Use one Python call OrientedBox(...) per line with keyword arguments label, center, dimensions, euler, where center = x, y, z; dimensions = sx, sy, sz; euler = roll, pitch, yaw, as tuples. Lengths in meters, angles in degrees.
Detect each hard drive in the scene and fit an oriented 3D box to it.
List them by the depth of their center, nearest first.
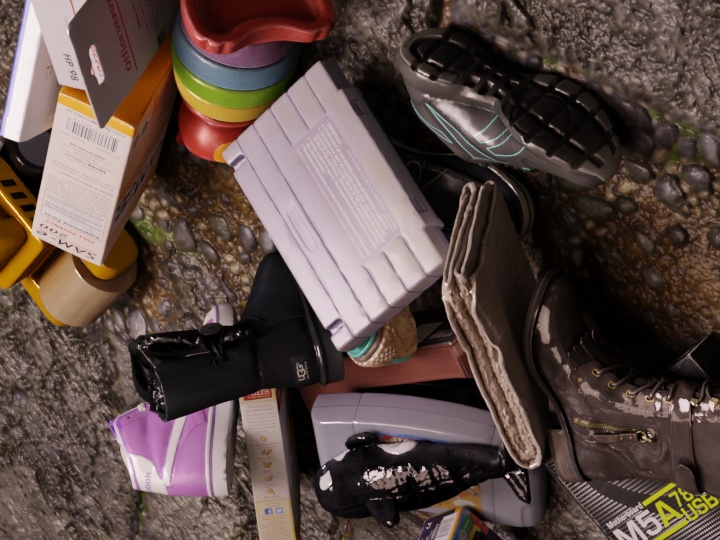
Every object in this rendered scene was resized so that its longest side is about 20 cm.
OrientedBox(label="hard drive", center=(-0.247, -0.218, 1.620), dimensions=(0.025, 0.132, 0.201), euler=(19, 111, 10))

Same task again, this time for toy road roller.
OrientedBox(label="toy road roller", center=(-0.324, -0.026, 1.833), dimensions=(0.200, 0.146, 0.123), euler=(51, 137, 2))

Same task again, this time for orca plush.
OrientedBox(label="orca plush", center=(0.044, 0.191, 1.604), dimensions=(0.199, 0.071, 0.105), euler=(0, 140, 22))

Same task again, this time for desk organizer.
OrientedBox(label="desk organizer", center=(0.037, 0.088, 1.660), dimensions=(0.200, 0.072, 0.077), euler=(-11, 111, 43))

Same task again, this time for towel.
OrientedBox(label="towel", center=(0.113, 0.040, 1.495), dimensions=(0.034, 0.133, 0.200), euler=(-8, 131, 22))

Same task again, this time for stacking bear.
OrientedBox(label="stacking bear", center=(-0.105, -0.165, 1.594), dimensions=(0.200, 0.121, 0.114), euler=(108, 145, -52))

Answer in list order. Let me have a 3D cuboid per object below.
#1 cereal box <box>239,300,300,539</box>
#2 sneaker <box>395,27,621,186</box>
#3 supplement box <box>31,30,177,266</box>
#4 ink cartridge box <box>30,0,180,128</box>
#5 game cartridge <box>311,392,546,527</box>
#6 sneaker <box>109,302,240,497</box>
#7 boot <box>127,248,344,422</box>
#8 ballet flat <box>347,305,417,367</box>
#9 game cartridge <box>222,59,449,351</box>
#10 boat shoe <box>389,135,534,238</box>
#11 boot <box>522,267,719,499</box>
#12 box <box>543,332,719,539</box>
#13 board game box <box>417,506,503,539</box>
OrientedBox(label="cereal box", center=(-0.082, 0.145, 1.750), dimensions=(0.039, 0.144, 0.201), euler=(-5, 120, 1))
OrientedBox(label="sneaker", center=(0.115, -0.114, 1.478), dimensions=(0.200, 0.075, 0.079), euler=(34, 147, 27))
OrientedBox(label="supplement box", center=(-0.216, -0.116, 1.673), dimensions=(0.073, 0.126, 0.200), euler=(25, 143, 0))
OrientedBox(label="ink cartridge box", center=(-0.200, -0.223, 1.544), dimensions=(0.066, 0.200, 0.116), euler=(13, 143, 21))
OrientedBox(label="game cartridge", center=(0.059, 0.159, 1.646), dimensions=(0.199, 0.042, 0.133), euler=(8, 147, 13))
OrientedBox(label="sneaker", center=(-0.164, 0.109, 1.713), dimensions=(0.114, 0.201, 0.073), euler=(-1, 137, 6))
OrientedBox(label="boot", center=(-0.115, 0.050, 1.637), dimensions=(0.200, 0.168, 0.077), euler=(-118, 20, -60))
OrientedBox(label="ballet flat", center=(0.000, 0.000, 1.617), dimensions=(0.070, 0.065, 0.200), euler=(-41, 50, 34))
OrientedBox(label="game cartridge", center=(-0.016, -0.053, 1.540), dimensions=(0.130, 0.038, 0.200), euler=(-39, 70, 23))
OrientedBox(label="boat shoe", center=(0.047, -0.064, 1.561), dimensions=(0.200, 0.062, 0.075), euler=(21, 127, 27))
OrientedBox(label="boot", center=(0.222, 0.089, 1.461), dimensions=(0.174, 0.069, 0.201), euler=(1, 119, 34))
OrientedBox(label="box", center=(0.271, 0.175, 1.537), dimensions=(0.193, 0.047, 0.200), euler=(49, 136, 2))
OrientedBox(label="board game box", center=(0.097, 0.329, 1.638), dimensions=(0.165, 0.200, 0.057), euler=(43, 137, -20))
